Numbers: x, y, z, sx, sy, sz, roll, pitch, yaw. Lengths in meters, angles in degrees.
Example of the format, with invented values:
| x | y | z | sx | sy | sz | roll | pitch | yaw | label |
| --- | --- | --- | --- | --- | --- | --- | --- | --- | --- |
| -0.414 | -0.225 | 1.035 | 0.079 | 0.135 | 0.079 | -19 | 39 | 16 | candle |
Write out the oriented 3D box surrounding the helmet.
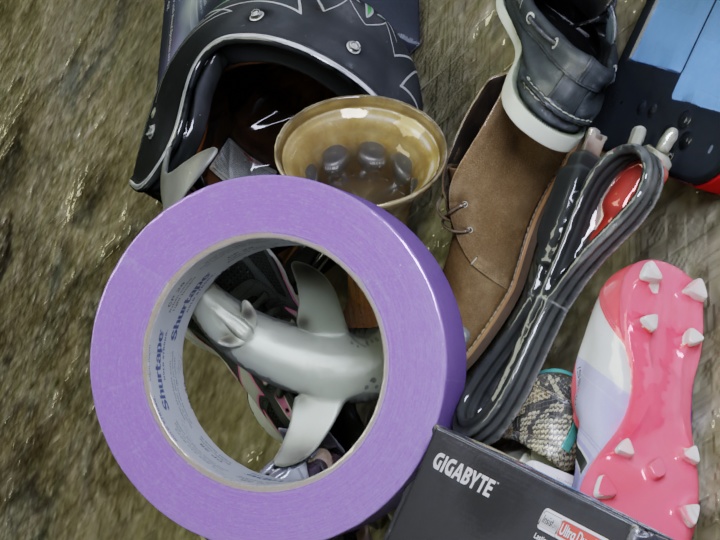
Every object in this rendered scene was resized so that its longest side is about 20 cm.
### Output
| x | y | z | sx | sy | sz | roll | pitch | yaw | label |
| --- | --- | --- | --- | --- | --- | --- | --- | --- | --- |
| -0.050 | -0.101 | 1.406 | 0.191 | 0.200 | 0.200 | -58 | 26 | -1 | helmet |

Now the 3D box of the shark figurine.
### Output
| x | y | z | sx | sy | sz | roll | pitch | yaw | label |
| --- | --- | --- | --- | --- | --- | --- | --- | --- | --- |
| -0.058 | 0.028 | 1.214 | 0.128 | 0.214 | 0.090 | -55 | -1 | -2 | shark figurine |

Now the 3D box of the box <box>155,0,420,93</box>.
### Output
| x | y | z | sx | sy | sz | roll | pitch | yaw | label |
| --- | --- | --- | --- | --- | --- | --- | --- | --- | --- |
| -0.058 | -0.211 | 1.582 | 0.198 | 0.123 | 0.201 | -41 | 36 | 39 | box |

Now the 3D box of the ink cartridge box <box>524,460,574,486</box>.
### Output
| x | y | z | sx | sy | sz | roll | pitch | yaw | label |
| --- | --- | --- | --- | --- | --- | --- | --- | --- | --- |
| 0.079 | 0.213 | 1.038 | 0.117 | 0.067 | 0.201 | -39 | 36 | 41 | ink cartridge box |

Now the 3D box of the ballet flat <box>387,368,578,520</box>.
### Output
| x | y | z | sx | sy | sz | roll | pitch | yaw | label |
| --- | --- | --- | --- | --- | --- | --- | --- | --- | --- |
| 0.054 | 0.114 | 1.160 | 0.200 | 0.068 | 0.076 | -28 | 30 | 49 | ballet flat |

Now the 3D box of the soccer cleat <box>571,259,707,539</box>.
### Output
| x | y | z | sx | sy | sz | roll | pitch | yaw | label |
| --- | --- | --- | --- | --- | --- | --- | --- | --- | --- |
| 0.134 | 0.089 | 1.048 | 0.076 | 0.066 | 0.201 | 136 | 150 | -60 | soccer cleat |

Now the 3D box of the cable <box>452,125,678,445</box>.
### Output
| x | y | z | sx | sy | sz | roll | pitch | yaw | label |
| --- | --- | --- | --- | --- | --- | --- | --- | --- | --- |
| 0.117 | 0.007 | 1.098 | 0.097 | 0.050 | 0.201 | 3 | 70 | 59 | cable |

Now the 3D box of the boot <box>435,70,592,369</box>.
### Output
| x | y | z | sx | sy | sz | roll | pitch | yaw | label |
| --- | --- | --- | --- | --- | --- | --- | --- | --- | --- |
| 0.069 | -0.027 | 1.247 | 0.201 | 0.075 | 0.074 | -65 | 28 | 6 | boot |

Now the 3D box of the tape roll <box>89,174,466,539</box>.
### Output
| x | y | z | sx | sy | sz | roll | pitch | yaw | label |
| --- | --- | --- | --- | --- | --- | --- | --- | --- | --- |
| -0.044 | 0.050 | 1.126 | 0.201 | 0.199 | 0.066 | -65 | -13 | 2 | tape roll |

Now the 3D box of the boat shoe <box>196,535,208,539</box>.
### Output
| x | y | z | sx | sy | sz | roll | pitch | yaw | label |
| --- | --- | --- | --- | --- | --- | --- | --- | --- | --- |
| -0.110 | 0.219 | 1.393 | 0.201 | 0.063 | 0.073 | -48 | 32 | 33 | boat shoe |

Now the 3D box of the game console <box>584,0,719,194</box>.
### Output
| x | y | z | sx | sy | sz | roll | pitch | yaw | label |
| --- | --- | --- | --- | --- | --- | --- | --- | --- | --- |
| 0.204 | -0.146 | 1.137 | 0.201 | 0.031 | 0.177 | -64 | 26 | 3 | game console |

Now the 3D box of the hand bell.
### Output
| x | y | z | sx | sy | sz | roll | pitch | yaw | label |
| --- | --- | --- | --- | --- | --- | --- | --- | --- | --- |
| 0.000 | 0.000 | 1.288 | 0.104 | 0.103 | 0.201 | -97 | 5 | -46 | hand bell |

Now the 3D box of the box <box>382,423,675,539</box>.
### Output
| x | y | z | sx | sy | sz | roll | pitch | yaw | label |
| --- | --- | --- | --- | --- | --- | --- | --- | --- | --- |
| 0.056 | 0.191 | 0.972 | 0.200 | 0.049 | 0.199 | 22 | 89 | 62 | box |

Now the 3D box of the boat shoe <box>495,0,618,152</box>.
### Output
| x | y | z | sx | sy | sz | roll | pitch | yaw | label |
| --- | --- | --- | --- | --- | --- | --- | --- | --- | --- |
| 0.123 | -0.148 | 1.215 | 0.066 | 0.074 | 0.200 | -53 | 10 | 31 | boat shoe |

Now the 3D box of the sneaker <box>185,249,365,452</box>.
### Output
| x | y | z | sx | sy | sz | roll | pitch | yaw | label |
| --- | --- | --- | --- | --- | --- | --- | --- | --- | --- |
| -0.049 | 0.051 | 1.302 | 0.080 | 0.200 | 0.086 | -45 | 38 | -8 | sneaker |

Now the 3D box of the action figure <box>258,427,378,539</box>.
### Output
| x | y | z | sx | sy | sz | roll | pitch | yaw | label |
| --- | --- | --- | --- | --- | --- | --- | --- | --- | --- |
| -0.015 | 0.167 | 1.204 | 0.069 | 0.130 | 0.200 | -33 | 40 | 10 | action figure |
